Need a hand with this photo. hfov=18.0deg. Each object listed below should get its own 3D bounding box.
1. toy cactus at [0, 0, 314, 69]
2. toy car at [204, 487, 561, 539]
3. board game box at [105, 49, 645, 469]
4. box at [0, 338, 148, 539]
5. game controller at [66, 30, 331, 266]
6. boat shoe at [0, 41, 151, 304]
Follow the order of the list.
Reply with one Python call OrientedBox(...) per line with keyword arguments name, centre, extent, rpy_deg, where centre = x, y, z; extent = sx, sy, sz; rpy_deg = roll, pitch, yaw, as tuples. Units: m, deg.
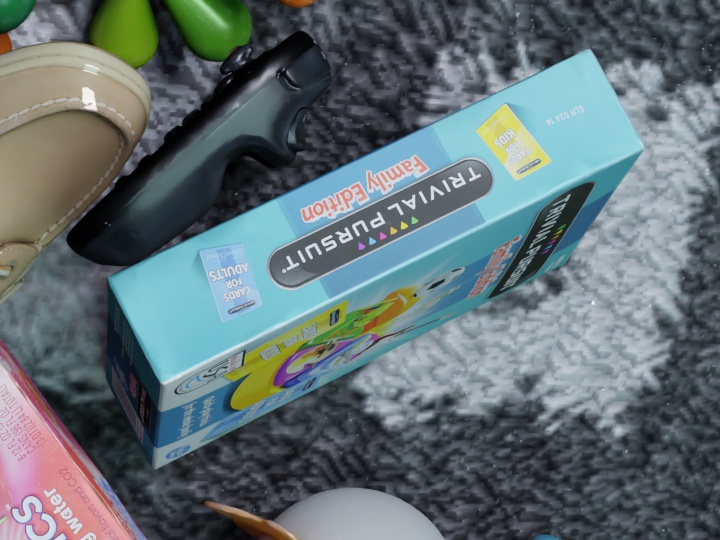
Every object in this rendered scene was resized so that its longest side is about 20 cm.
OrientedBox(name="toy cactus", centre=(-0.099, -0.128, 0.803), extent=(0.200, 0.102, 0.165), rpy_deg=(-39, 116, 9))
OrientedBox(name="toy car", centre=(0.010, 0.158, 0.985), extent=(0.200, 0.177, 0.184), rpy_deg=(42, 78, -7))
OrientedBox(name="board game box", centre=(0.000, 0.000, 0.881), extent=(0.200, 0.047, 0.151), rpy_deg=(-26, 168, -13))
OrientedBox(name="box", centre=(-0.124, 0.130, 0.863), extent=(0.103, 0.095, 0.200), rpy_deg=(-37, 97, -5))
OrientedBox(name="game controller", centre=(-0.058, -0.041, 0.806), extent=(0.104, 0.200, 0.042), rpy_deg=(-33, 93, -3))
OrientedBox(name="boat shoe", centre=(-0.147, -0.005, 0.798), extent=(0.071, 0.065, 0.200), rpy_deg=(30, 128, -34))
